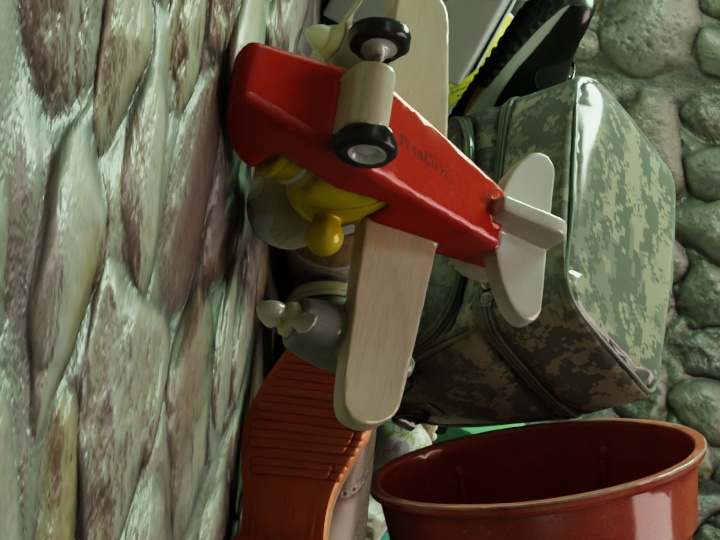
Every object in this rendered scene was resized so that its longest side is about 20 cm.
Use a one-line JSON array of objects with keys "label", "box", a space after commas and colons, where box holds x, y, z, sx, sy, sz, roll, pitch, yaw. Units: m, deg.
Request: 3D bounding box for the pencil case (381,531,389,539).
[{"label": "pencil case", "box": [0.014, 0.214, 1.818, 0.092, 0.085, 0.200, -35, -154, 33]}]

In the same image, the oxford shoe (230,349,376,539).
[{"label": "oxford shoe", "box": [-0.026, 0.120, 1.365, 0.073, 0.071, 0.200, 48, 56, -60]}]

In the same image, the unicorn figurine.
[{"label": "unicorn figurine", "box": [0.004, 0.161, 1.579, 0.137, 0.074, 0.200, 122, -17, -64]}]

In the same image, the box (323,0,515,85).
[{"label": "box", "box": [0.057, -0.201, 1.606, 0.125, 0.097, 0.200, -62, 178, 10]}]

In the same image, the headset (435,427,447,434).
[{"label": "headset", "box": [0.074, 0.033, 1.737, 0.200, 0.094, 0.124, 101, -5, -52]}]

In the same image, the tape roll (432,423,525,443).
[{"label": "tape roll", "box": [0.083, 0.200, 1.925, 0.048, 0.200, 0.201, -29, 130, -48]}]

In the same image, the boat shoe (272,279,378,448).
[{"label": "boat shoe", "box": [-0.018, 0.091, 1.453, 0.065, 0.073, 0.200, -86, 177, -46]}]

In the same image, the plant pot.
[{"label": "plant pot", "box": [0.115, 0.206, 1.463, 0.201, 0.200, 0.196, -54, 137, -79]}]

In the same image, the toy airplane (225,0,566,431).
[{"label": "toy airplane", "box": [0.009, -0.040, 1.271, 0.200, 0.141, 0.199, -34, 106, -54]}]

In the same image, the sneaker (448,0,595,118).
[{"label": "sneaker", "box": [0.119, -0.107, 1.642, 0.200, 0.090, 0.070, -54, -170, 39]}]

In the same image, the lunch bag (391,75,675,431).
[{"label": "lunch bag", "box": [0.094, -0.002, 1.554, 0.139, 0.168, 0.200, 41, 44, -41]}]

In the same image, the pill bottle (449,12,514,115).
[{"label": "pill bottle", "box": [0.078, -0.126, 1.808, 0.113, 0.112, 0.200, 88, -11, -50]}]

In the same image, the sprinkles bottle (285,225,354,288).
[{"label": "sprinkles bottle", "box": [-0.013, -0.021, 1.426, 0.200, 0.068, 0.068, 82, 15, -67]}]
